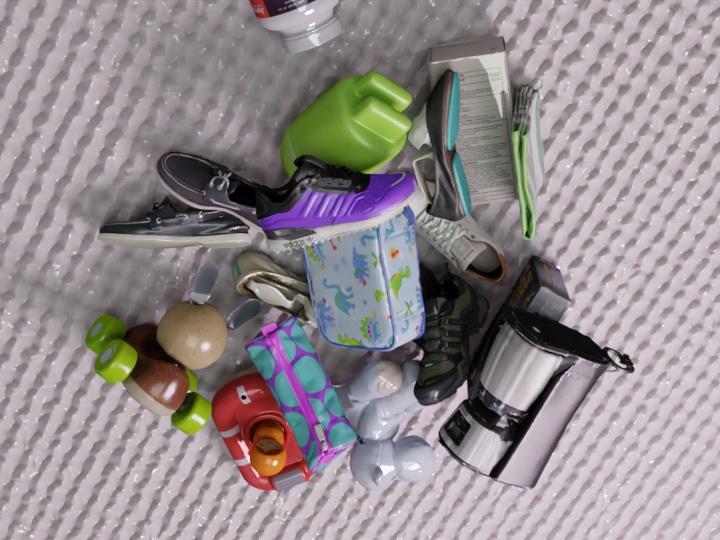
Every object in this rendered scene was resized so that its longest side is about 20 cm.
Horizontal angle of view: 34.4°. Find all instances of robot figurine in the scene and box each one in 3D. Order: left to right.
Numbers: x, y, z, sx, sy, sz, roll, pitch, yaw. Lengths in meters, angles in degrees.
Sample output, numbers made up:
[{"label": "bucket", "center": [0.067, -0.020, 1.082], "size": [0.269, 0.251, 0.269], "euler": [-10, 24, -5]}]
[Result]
[{"label": "robot figurine", "center": [-0.022, -0.167, 1.466], "size": [0.116, 0.176, 0.200], "euler": [25, 139, -31]}]

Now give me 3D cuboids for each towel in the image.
[{"label": "towel", "center": [0.219, -0.143, 1.498], "size": [0.031, 0.200, 0.150], "euler": [-5, 114, 13]}]

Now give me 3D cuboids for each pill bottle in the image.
[{"label": "pill bottle", "center": [-0.093, -0.369, 1.400], "size": [0.112, 0.112, 0.200], "euler": [-23, 114, 1]}]

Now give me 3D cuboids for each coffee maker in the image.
[{"label": "coffee maker", "center": [0.224, 0.173, 1.486], "size": [0.192, 0.135, 0.200], "euler": [25, 107, -5]}]

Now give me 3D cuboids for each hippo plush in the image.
[{"label": "hippo plush", "center": [0.032, 0.218, 1.611], "size": [0.199, 0.159, 0.161], "euler": [-3, 71, -11]}]

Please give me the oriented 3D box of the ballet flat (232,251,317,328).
[{"label": "ballet flat", "center": [-0.086, 0.041, 1.598], "size": [0.200, 0.069, 0.070], "euler": [25, 106, -18]}]

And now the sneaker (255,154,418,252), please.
[{"label": "sneaker", "center": [-0.034, -0.095, 1.381], "size": [0.200, 0.070, 0.100], "euler": [-18, 114, 8]}]

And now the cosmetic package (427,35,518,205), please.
[{"label": "cosmetic package", "center": [0.151, -0.193, 1.519], "size": [0.103, 0.087, 0.200], "euler": [-5, 115, 8]}]

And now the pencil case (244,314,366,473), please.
[{"label": "pencil case", "center": [-0.076, 0.163, 1.553], "size": [0.085, 0.092, 0.200], "euler": [-29, 84, 0]}]

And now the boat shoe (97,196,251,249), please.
[{"label": "boat shoe", "center": [-0.244, -0.065, 1.531], "size": [0.199, 0.075, 0.066], "euler": [-1, 83, -1]}]

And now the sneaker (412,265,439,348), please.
[{"label": "sneaker", "center": [0.089, 0.073, 1.652], "size": [0.083, 0.072, 0.200], "euler": [-13, 118, 28]}]

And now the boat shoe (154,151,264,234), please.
[{"label": "boat shoe", "center": [-0.167, -0.110, 1.499], "size": [0.200, 0.073, 0.063], "euler": [25, 147, -6]}]

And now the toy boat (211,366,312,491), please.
[{"label": "toy boat", "center": [-0.130, 0.237, 1.633], "size": [0.130, 0.131, 0.200], "euler": [-22, 114, 5]}]

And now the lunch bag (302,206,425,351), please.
[{"label": "lunch bag", "center": [0.000, 0.000, 1.520], "size": [0.082, 0.160, 0.201], "euler": [-21, 105, -45]}]

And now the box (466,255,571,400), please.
[{"label": "box", "center": [0.214, 0.092, 1.614], "size": [0.048, 0.158, 0.200], "euler": [28, 107, -3]}]

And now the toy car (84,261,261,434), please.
[{"label": "toy car", "center": [-0.235, 0.085, 1.552], "size": [0.200, 0.158, 0.164], "euler": [-48, 121, 3]}]

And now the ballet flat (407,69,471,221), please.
[{"label": "ballet flat", "center": [0.096, -0.152, 1.460], "size": [0.068, 0.068, 0.201], "euler": [0, 115, 15]}]

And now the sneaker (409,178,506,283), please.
[{"label": "sneaker", "center": [0.127, -0.055, 1.583], "size": [0.200, 0.085, 0.073], "euler": [35, 105, -19]}]

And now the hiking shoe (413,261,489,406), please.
[{"label": "hiking shoe", "center": [0.100, 0.086, 1.548], "size": [0.076, 0.200, 0.101], "euler": [-19, 125, 41]}]
